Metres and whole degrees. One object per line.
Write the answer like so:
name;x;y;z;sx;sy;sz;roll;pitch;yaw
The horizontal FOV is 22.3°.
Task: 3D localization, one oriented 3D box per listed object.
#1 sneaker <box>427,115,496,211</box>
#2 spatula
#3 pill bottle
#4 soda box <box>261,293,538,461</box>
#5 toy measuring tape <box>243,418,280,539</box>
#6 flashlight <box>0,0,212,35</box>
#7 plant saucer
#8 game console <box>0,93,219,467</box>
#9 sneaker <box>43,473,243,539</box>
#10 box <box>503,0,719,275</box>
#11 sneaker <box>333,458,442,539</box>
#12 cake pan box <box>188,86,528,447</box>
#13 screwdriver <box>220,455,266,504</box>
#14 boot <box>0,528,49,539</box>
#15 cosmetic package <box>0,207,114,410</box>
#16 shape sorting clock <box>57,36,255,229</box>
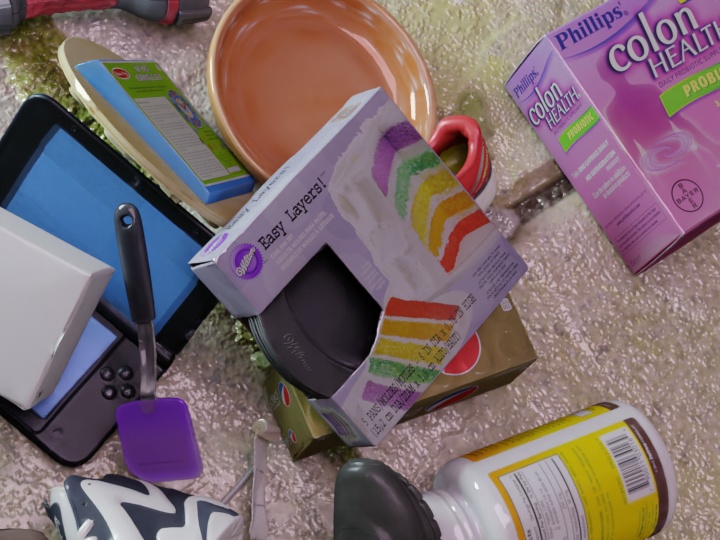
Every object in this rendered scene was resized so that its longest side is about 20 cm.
sneaker;0.037;-0.045;1.403;0.077;0.085;0.200;16;53;24
spatula;-0.152;0.052;1.288;0.056;0.021;0.201;-7;92;10
pill bottle;0.129;0.176;1.359;0.199;0.109;0.110;-18;76;-23
soda box;0.030;0.077;1.392;0.199;0.064;0.068;-18;75;-23
toy measuring tape;-0.051;0.204;1.308;0.073;0.074;0.201;8;70;-15
flashlight;-0.217;-0.215;1.426;0.199;0.068;0.068;-11;76;-23
plant saucer;-0.034;-0.139;1.459;0.199;0.037;0.201;10;66;-25
game console;-0.219;0.009;1.308;0.200;0.118;0.171;39;63;1
sneaker;-0.182;0.205;1.236;0.129;0.080;0.199;23;44;22
box;0.255;-0.132;1.529;0.175;0.097;0.201;-30;80;-25
sneaker;0.011;0.232;1.272;0.091;0.076;0.201;-17;99;-54
cake pan box;0.000;0.000;1.314;0.200;0.052;0.184;-46;104;-24
screwdriver;-0.129;0.200;1.312;0.028;0.029;0.200;43;64;2
boot;-0.278;0.227;1.183;0.199;0.146;0.071;-29;94;-21
cosmetic package;-0.285;0.000;1.260;0.199;0.085;0.108;29;95;0
shape sorting clock;-0.148;-0.098;1.351;0.039;0.200;0.200;-40;84;13
